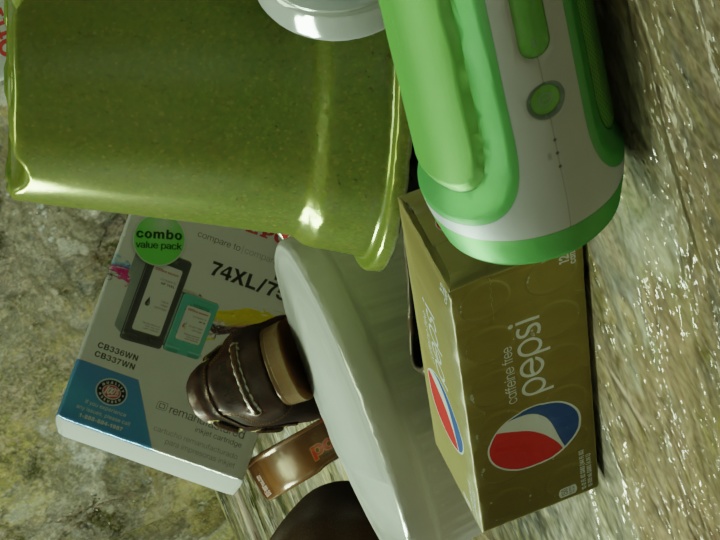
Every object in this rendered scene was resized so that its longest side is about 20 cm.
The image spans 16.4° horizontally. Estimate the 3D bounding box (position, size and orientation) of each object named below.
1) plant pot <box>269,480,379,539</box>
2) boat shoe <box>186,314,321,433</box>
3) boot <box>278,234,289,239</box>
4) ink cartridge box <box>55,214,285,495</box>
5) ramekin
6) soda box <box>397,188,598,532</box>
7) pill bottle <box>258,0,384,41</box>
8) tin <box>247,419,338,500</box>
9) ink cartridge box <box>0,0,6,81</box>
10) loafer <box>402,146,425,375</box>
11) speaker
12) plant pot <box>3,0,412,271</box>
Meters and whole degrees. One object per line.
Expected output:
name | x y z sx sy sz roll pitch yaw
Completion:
plant pot | -0.010 0.251 1.917 0.200 0.186 0.188 -95 -11 -67
boat shoe | -0.058 0.065 1.549 0.200 0.070 0.071 19 -132 -77
boot | 0.000 0.000 1.537 0.201 0.072 0.144 65 175 -34
ink cartridge box | -0.127 0.045 1.864 0.146 0.146 0.201 123 166 -79
ramekin | 0.031 0.063 1.400 0.202 0.094 0.204 159 90 -81
soda box | 0.068 0.037 1.193 0.201 0.067 0.064 79 167 -50
pill bottle | -0.016 -0.186 1.026 0.200 0.111 0.112 82 164 -58
tin | -0.029 0.132 1.891 0.042 0.112 0.200 56 172 3
ink cartridge box | -0.201 -0.240 1.752 0.083 0.199 0.147 -126 17 -59
loafer | 0.040 -0.026 1.227 0.072 0.063 0.201 -123 14 -52
speaker | 0.047 -0.102 0.935 0.089 0.088 0.201 -123 14 -53
plant pot | -0.080 -0.099 1.205 0.200 0.183 0.202 179 90 -81
